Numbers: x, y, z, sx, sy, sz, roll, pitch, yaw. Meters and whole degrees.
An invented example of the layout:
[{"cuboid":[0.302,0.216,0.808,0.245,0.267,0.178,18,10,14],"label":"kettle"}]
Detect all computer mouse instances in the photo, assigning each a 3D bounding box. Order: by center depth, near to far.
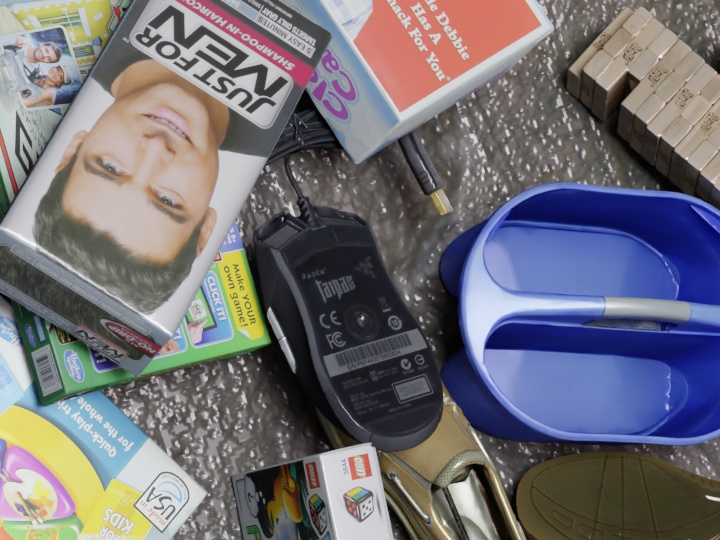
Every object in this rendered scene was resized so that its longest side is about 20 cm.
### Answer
[{"cuboid":[0.000,0.000,1.292,0.140,0.046,0.201,-21,77,-36],"label":"computer mouse"}]

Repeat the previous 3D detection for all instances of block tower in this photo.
[{"cuboid":[0.208,-0.066,1.378,0.200,0.054,0.058,41,80,13],"label":"block tower"}]

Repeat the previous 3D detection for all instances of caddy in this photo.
[{"cuboid":[0.136,0.027,1.345,0.199,0.105,0.143,4,80,-23],"label":"caddy"}]

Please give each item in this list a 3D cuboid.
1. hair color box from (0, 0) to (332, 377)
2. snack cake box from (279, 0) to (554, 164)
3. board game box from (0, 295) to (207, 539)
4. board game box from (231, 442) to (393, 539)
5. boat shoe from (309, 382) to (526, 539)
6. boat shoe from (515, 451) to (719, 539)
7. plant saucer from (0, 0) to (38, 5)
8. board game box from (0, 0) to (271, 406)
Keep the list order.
[{"cuboid":[-0.102,-0.060,1.206,0.099,0.061,0.201,32,59,-9],"label":"hair color box"},{"cuboid":[-0.004,-0.175,1.293,0.115,0.067,0.201,-32,87,-29],"label":"snack cake box"},{"cuboid":[-0.196,0.138,1.215,0.151,0.047,0.200,44,67,-11],"label":"board game box"},{"cuboid":[-0.012,0.195,1.241,0.034,0.126,0.202,-9,84,-25],"label":"board game box"},{"cuboid":[0.042,0.103,1.307,0.072,0.076,0.201,-36,94,-22],"label":"boat shoe"},{"cuboid":[0.183,0.148,1.367,0.199,0.066,0.072,4,65,-4],"label":"boat shoe"},{"cuboid":[-0.203,-0.074,1.265,0.070,0.019,0.201,31,71,-16],"label":"plant saucer"},{"cuboid":[-0.132,-0.043,1.248,0.134,0.029,0.201,-13,84,-39],"label":"board game box"}]
